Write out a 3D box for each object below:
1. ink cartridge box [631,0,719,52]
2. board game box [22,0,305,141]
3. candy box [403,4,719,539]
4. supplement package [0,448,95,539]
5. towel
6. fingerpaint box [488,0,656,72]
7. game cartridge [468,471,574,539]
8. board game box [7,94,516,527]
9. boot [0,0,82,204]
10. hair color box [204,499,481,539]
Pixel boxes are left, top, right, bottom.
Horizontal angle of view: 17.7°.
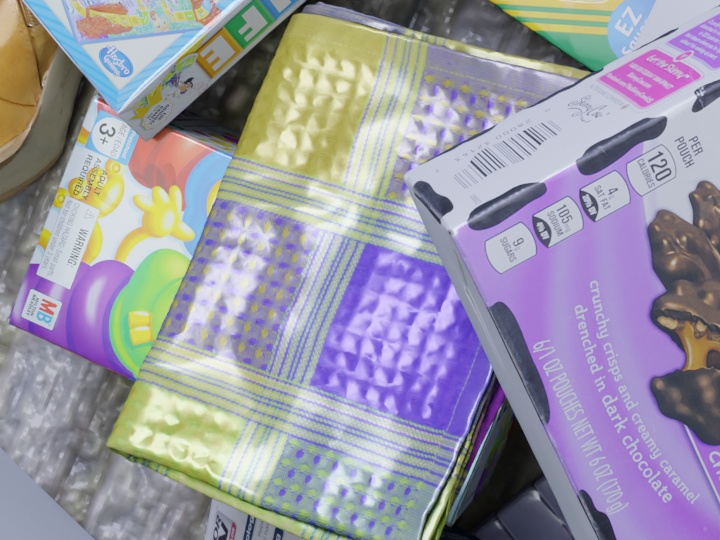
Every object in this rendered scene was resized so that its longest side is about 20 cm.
[{"bbox_3d":[0.190,-0.028,0.885,0.199,0.084,0.147,22,100,-19],"label":"ink cartridge box"},{"bbox_3d":[-0.098,-0.168,0.931,0.134,0.034,0.200,-41,67,2],"label":"board game box"},{"bbox_3d":[0.141,-0.001,0.798,0.199,0.072,0.168,-29,111,-4],"label":"candy box"},{"bbox_3d":[-0.186,0.154,0.952,0.156,0.200,0.111,43,100,5],"label":"supplement package"},{"bbox_3d":[0.000,0.000,0.869,0.143,0.023,0.201,20,80,22],"label":"towel"},{"bbox_3d":[0.123,-0.182,0.934,0.167,0.073,0.200,35,99,6],"label":"fingerpaint box"},{"bbox_3d":[0.153,0.152,0.974,0.130,0.038,0.200,-40,86,15],"label":"game cartridge"},{"bbox_3d":[-0.026,0.012,0.961,0.199,0.105,0.103,23,98,9],"label":"board game box"},{"bbox_3d":[-0.173,-0.112,1.007,0.201,0.071,0.144,-33,80,11],"label":"boot"},{"bbox_3d":[0.002,0.143,0.923,0.060,0.200,0.101,9,97,-30],"label":"hair color box"}]
